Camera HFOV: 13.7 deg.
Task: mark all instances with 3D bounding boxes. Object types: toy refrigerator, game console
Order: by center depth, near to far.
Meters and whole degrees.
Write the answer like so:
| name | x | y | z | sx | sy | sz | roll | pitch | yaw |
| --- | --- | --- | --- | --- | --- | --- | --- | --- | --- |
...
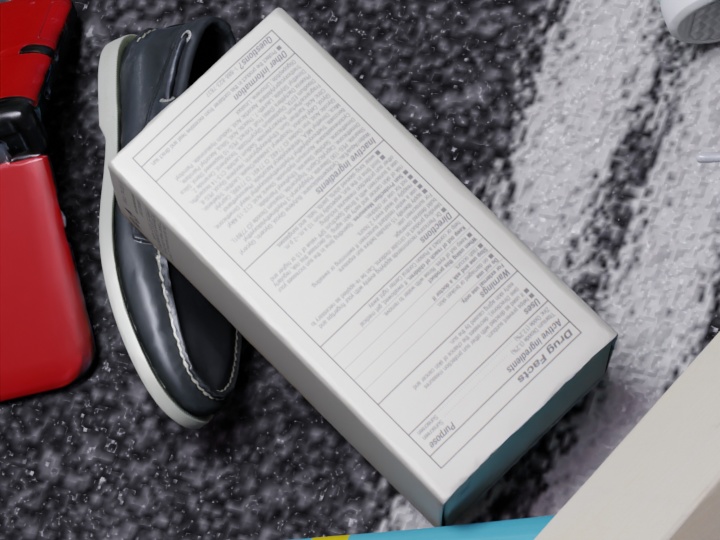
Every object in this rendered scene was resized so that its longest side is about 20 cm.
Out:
| name | x | y | z | sx | sy | sz | roll | pitch | yaw |
| --- | --- | --- | --- | --- | --- | --- | --- | --- | --- |
| toy refrigerator | 0.142 | 0.086 | 1.135 | 0.200 | 0.076 | 0.070 | -46 | 29 | -25 |
| game console | -0.219 | -0.024 | 1.410 | 0.199 | 0.119 | 0.173 | -13 | 32 | 16 |

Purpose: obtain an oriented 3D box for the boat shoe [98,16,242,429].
| name | x | y | z | sx | sy | sz | roll | pitch | yaw |
| --- | --- | --- | --- | --- | --- | --- | --- | --- | --- |
| boat shoe | -0.070 | -0.028 | 1.320 | 0.066 | 0.074 | 0.200 | -24 | 51 | 24 |

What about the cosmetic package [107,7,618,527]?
| name | x | y | z | sx | sy | sz | roll | pitch | yaw |
| --- | --- | --- | --- | --- | --- | --- | --- | --- | --- |
| cosmetic package | 0.000 | 0.000 | 1.239 | 0.103 | 0.073 | 0.200 | -42 | 79 | -11 |

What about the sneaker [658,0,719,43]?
| name | x | y | z | sx | sy | sz | roll | pitch | yaw |
| --- | --- | --- | --- | --- | --- | --- | --- | --- | --- |
| sneaker | 0.206 | -0.190 | 1.276 | 0.200 | 0.074 | 0.119 | -23 | 67 | 14 |

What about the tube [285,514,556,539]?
| name | x | y | z | sx | sy | sz | roll | pitch | yaw |
| --- | --- | --- | --- | --- | --- | --- | --- | --- | --- |
| tube | 0.036 | 0.131 | 1.215 | 0.199 | 0.078 | 0.050 | -8 | 28 | 15 |

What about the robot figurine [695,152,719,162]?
| name | x | y | z | sx | sy | sz | roll | pitch | yaw |
| --- | --- | --- | --- | --- | --- | --- | --- | --- | --- |
| robot figurine | 0.235 | -0.077 | 1.195 | 0.200 | 0.113 | 0.170 | -37 | 77 | 3 |
